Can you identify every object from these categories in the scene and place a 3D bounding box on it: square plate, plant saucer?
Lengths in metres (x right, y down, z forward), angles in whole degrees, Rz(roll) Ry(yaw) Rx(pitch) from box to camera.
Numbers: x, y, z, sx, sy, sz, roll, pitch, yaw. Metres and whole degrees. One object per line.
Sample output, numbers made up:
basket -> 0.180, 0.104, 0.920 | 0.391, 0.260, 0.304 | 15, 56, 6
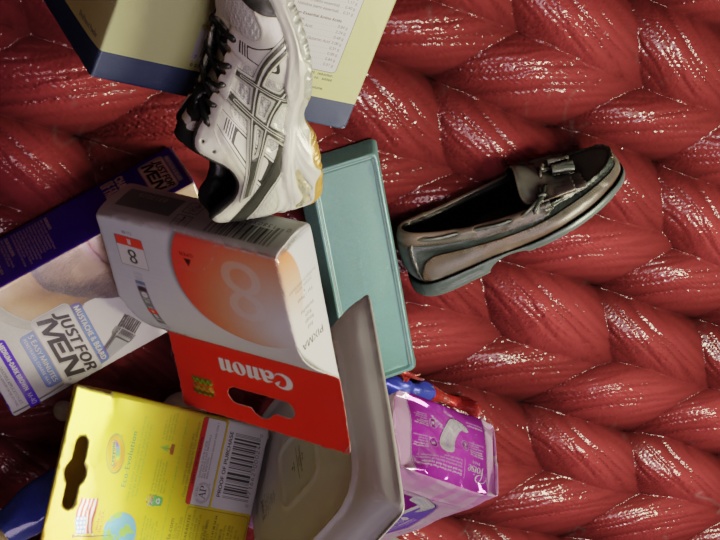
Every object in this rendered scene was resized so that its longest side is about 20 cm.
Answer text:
square plate -> -0.037, 0.151, 1.416 | 0.028, 0.201, 0.198 | 16, 134, -27
plant saucer -> 0.000, 0.000, 1.469 | 0.069, 0.019, 0.202 | -17, 112, -16

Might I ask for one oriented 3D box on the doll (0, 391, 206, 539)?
doll -> -0.203, 0.162, 1.456 | 0.199, 0.048, 0.137 | -36, 98, -19

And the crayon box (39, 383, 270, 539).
crayon box -> -0.165, 0.160, 1.400 | 0.199, 0.050, 0.128 | 20, 81, -46

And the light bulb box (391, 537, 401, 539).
light bulb box -> 0.018, 0.360, 1.666 | 0.199, 0.125, 0.199 | 33, 102, -38

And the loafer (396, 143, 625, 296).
loafer -> 0.121, -0.052, 1.494 | 0.199, 0.072, 0.063 | -30, 123, -4

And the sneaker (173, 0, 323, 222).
sneaker -> -0.078, -0.112, 1.177 | 0.087, 0.076, 0.202 | -19, 128, -14

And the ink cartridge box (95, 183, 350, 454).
ink cartridge box -> -0.096, 0.045, 1.310 | 0.050, 0.161, 0.202 | -43, 135, -43

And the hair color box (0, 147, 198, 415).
hair color box -> -0.199, 0.008, 1.374 | 0.199, 0.065, 0.110 | -30, 128, -8

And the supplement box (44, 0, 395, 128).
supplement box -> -0.080, -0.229, 1.236 | 0.198, 0.134, 0.201 | 9, 116, -31

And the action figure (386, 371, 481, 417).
action figure -> 0.015, 0.104, 1.550 | 0.199, 0.052, 0.066 | 24, 100, -33

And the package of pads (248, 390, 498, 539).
package of pads -> 0.005, 0.169, 1.516 | 0.120, 0.076, 0.199 | 22, 145, -37
